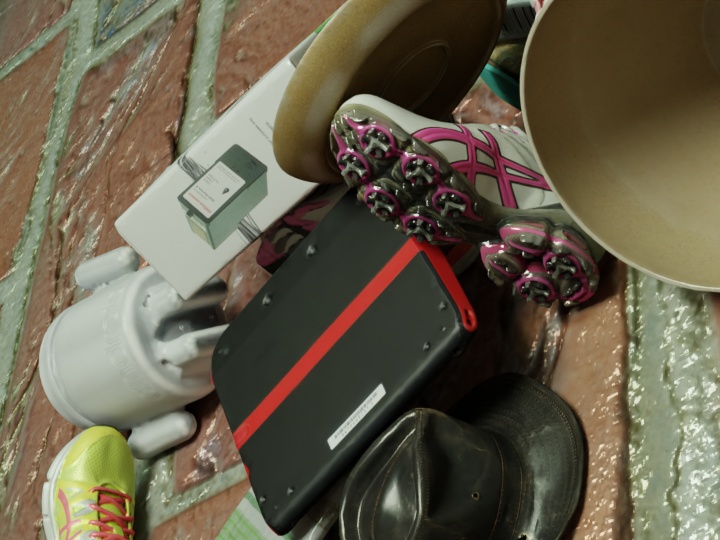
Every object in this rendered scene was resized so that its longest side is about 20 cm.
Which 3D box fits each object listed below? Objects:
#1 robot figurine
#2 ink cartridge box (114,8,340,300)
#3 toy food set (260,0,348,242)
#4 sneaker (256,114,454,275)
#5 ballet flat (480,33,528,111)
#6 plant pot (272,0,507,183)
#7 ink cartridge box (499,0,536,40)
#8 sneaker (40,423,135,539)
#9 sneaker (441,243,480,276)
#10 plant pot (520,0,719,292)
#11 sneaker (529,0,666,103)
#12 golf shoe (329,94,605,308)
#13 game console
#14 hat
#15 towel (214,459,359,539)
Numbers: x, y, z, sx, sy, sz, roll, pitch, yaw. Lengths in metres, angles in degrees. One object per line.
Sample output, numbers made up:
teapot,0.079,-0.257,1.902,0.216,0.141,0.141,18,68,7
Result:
robot figurine,-0.184,0.065,1.366,0.199,0.113,0.171,-26,77,40
ink cartridge box,-0.072,-0.088,1.258,0.200,0.084,0.146,-40,8,28
toy food set,-0.022,-0.118,1.378,0.200,0.060,0.144,-40,47,27
sneaker,0.007,-0.054,1.273,0.200,0.080,0.086,-36,14,31
ballet flat,0.142,-0.122,1.145,0.071,0.071,0.200,-51,32,9
plant pot,0.027,-0.128,1.085,0.027,0.200,0.200,44,101,21
ink cartridge box,0.174,-0.256,1.178,0.195,0.043,0.201,-4,57,27
sneaker,-0.198,0.214,1.296,0.090,0.078,0.201,-18,59,45
sneaker,0.000,0.000,1.205,0.200,0.082,0.077,-45,33,18
plant pot,0.208,-0.108,0.949,0.200,0.201,0.134,-17,18,46
sneaker,0.136,-0.184,1.064,0.075,0.201,0.104,-38,-9,29
golf shoe,0.069,-0.058,1.058,0.073,0.199,0.093,-37,28,48
game console,-0.017,0.051,1.107,0.200,0.031,0.177,-48,42,19
hat,0.039,0.141,1.028,0.200,0.081,0.201,-35,36,31
towel,-0.054,0.181,1.147,0.201,0.031,0.149,-56,19,-3
